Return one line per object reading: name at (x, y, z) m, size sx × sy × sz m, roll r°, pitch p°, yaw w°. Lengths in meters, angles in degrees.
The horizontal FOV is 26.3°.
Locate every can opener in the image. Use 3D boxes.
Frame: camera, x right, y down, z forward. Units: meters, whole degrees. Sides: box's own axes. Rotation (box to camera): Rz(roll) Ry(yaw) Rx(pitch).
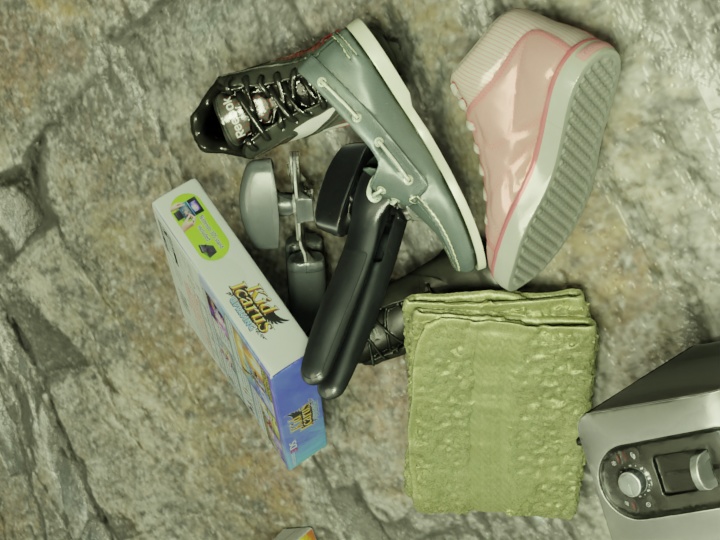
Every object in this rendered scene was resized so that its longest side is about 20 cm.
can opener at (0.000, 0.000, 1.154) m, size 0.078 × 0.063 × 0.202 m, roll 0°, pitch 69°, yaw 38°
can opener at (-0.062, -0.004, 1.259) m, size 0.066 × 0.054 × 0.202 m, roll -4°, pitch 121°, yaw -3°

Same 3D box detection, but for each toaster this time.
toaster at (0.252, 0.145, 1.005) m, size 0.118 × 0.199 × 0.183 m, roll -15°, pitch 94°, yaw 41°

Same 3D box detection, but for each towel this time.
towel at (0.104, 0.102, 1.165) m, size 0.146 × 0.037 × 0.202 m, roll 2°, pitch 119°, yaw 7°

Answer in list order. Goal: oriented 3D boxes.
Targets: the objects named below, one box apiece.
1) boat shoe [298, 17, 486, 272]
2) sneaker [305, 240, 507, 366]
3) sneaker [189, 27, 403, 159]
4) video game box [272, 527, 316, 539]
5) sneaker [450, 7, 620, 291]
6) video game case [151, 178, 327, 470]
boat shoe at (0.024, -0.079, 1.107) m, size 0.201 × 0.061 × 0.073 m, roll 60°, pitch 178°, yaw -11°
sneaker at (0.036, 0.038, 1.193) m, size 0.199 × 0.090 × 0.077 m, roll -26°, pitch 93°, yaw 44°
sneaker at (-0.056, -0.131, 1.181) m, size 0.199 × 0.098 × 0.072 m, roll -13°, pitch 101°, yaw 42°
video game box at (-0.075, 0.365, 1.391) m, size 0.046 × 0.182 × 0.202 m, roll -13°, pitch 103°, yaw 39°
sneaker at (0.109, -0.090, 1.080) m, size 0.104 × 0.075 × 0.202 m, roll 36°, pitch 132°, yaw 30°
video game case at (-0.095, 0.048, 1.261) m, size 0.182 × 0.045 × 0.201 m, roll 54°, pitch 166°, yaw 23°
